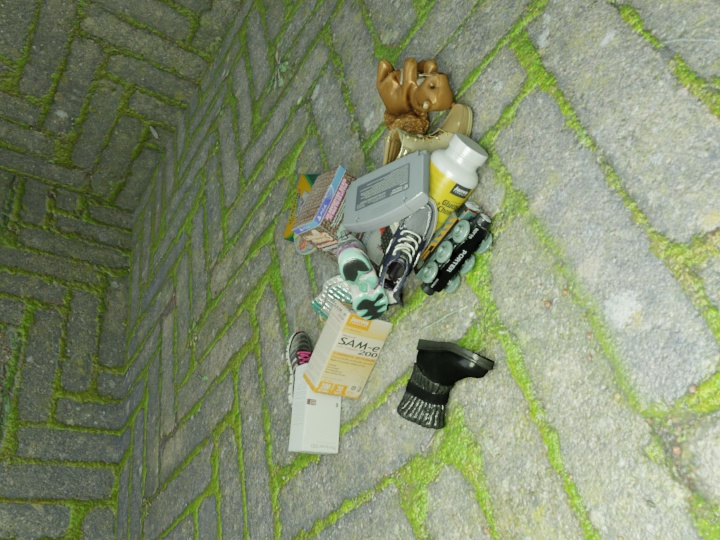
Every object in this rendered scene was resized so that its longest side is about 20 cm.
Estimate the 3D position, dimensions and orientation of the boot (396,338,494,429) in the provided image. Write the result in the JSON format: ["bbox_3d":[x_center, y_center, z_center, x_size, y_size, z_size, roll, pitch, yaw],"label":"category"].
[{"bbox_3d":[0.154,0.216,1.101,0.211,0.079,0.159,-5,65,66],"label":"boot"}]

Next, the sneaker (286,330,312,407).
[{"bbox_3d":[-0.140,0.251,1.533,0.087,0.073,0.201,-22,64,51],"label":"sneaker"}]

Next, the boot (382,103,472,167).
[{"bbox_3d":[0.141,-0.279,1.271,0.073,0.155,0.201,43,112,54],"label":"boot"}]

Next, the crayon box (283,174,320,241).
[{"bbox_3d":[-0.150,-0.176,1.745,0.119,0.058,0.201,13,87,56],"label":"crayon box"}]

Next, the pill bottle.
[{"bbox_3d":[0.168,-0.174,1.224,0.200,0.112,0.112,-55,37,27],"label":"pill bottle"}]

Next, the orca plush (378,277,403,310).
[{"bbox_3d":[0.060,0.028,1.333,0.071,0.105,0.200,-40,5,-17],"label":"orca plush"}]

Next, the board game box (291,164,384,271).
[{"bbox_3d":[-0.029,-0.109,1.375,0.097,0.200,0.160,-17,43,52],"label":"board game box"}]

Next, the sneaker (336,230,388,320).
[{"bbox_3d":[0.000,0.000,1.264,0.077,0.201,0.140,-17,42,1],"label":"sneaker"}]

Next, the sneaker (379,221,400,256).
[{"bbox_3d":[0.086,-0.100,1.322,0.070,0.093,0.201,8,123,58],"label":"sneaker"}]

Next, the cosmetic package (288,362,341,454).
[{"bbox_3d":[-0.104,0.327,1.418,0.074,0.101,0.201,-25,57,50],"label":"cosmetic package"}]

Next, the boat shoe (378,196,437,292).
[{"bbox_3d":[0.094,-0.047,1.168,0.093,0.074,0.201,-66,-3,-75],"label":"boat shoe"}]

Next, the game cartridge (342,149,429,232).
[{"bbox_3d":[0.052,-0.152,1.205,0.199,0.041,0.134,-19,55,34],"label":"game cartridge"}]

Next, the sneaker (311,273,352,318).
[{"bbox_3d":[-0.046,0.037,1.399,0.091,0.078,0.200,-53,9,-35],"label":"sneaker"}]

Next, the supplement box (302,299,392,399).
[{"bbox_3d":[-0.029,0.180,1.349,0.074,0.126,0.201,41,111,55],"label":"supplement box"}]

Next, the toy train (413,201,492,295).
[{"bbox_3d":[0.179,-0.044,1.186,0.200,0.085,0.114,-55,28,26],"label":"toy train"}]

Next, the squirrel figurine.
[{"bbox_3d":[0.134,-0.383,1.381,0.186,0.141,0.201,37,121,45],"label":"squirrel figurine"}]

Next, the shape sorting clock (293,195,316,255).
[{"bbox_3d":[-0.126,-0.138,1.608,0.200,0.039,0.201,-28,55,50],"label":"shape sorting clock"}]

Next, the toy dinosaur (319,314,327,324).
[{"bbox_3d":[-0.055,0.130,1.472,0.101,0.058,0.201,9,84,56],"label":"toy dinosaur"}]
